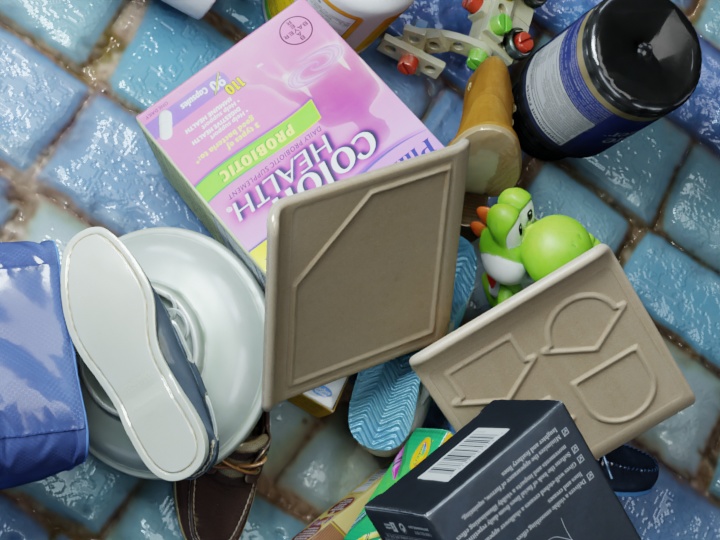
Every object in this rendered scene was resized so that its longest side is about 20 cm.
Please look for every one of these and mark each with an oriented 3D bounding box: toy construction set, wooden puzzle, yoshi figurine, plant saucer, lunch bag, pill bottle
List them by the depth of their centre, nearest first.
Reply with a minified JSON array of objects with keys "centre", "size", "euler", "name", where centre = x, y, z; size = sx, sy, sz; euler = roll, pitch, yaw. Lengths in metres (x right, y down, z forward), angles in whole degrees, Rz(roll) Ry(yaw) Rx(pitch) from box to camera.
[{"centre":[-0.294,0.067,1.245],"size":[0.131,0.136,0.202],"euler":[-8,78,-22],"name":"lunch bag"},{"centre":[0.000,0.000,1.256],"size":[0.199,0.186,0.037],"euler":[-23,43,-33],"name":"wooden puzzle"},{"centre":[-0.166,0.065,1.282],"size":[0.198,0.050,0.202],"euler":[-1,87,18],"name":"plant saucer"},{"centre":[0.158,0.084,1.342],"size":[0.184,0.046,0.201],"euler":[-31,124,7],"name":"wooden puzzle"},{"centre":[0.158,0.016,1.387],"size":[0.111,0.201,0.113],"euler":[-11,49,7],"name":"yoshi figurine"},{"centre":[-0.006,-0.256,1.389],"size":[0.110,0.200,0.112],"euler":[4,77,-19],"name":"pill bottle"},{"centre":[0.207,-0.165,1.448],"size":[0.111,0.200,0.113],"euler":[4,77,-19],"name":"pill bottle"},{"centre":[0.101,-0.256,1.487],"size":[0.131,0.092,0.201],"euler":[33,73,-26],"name":"toy construction set"}]

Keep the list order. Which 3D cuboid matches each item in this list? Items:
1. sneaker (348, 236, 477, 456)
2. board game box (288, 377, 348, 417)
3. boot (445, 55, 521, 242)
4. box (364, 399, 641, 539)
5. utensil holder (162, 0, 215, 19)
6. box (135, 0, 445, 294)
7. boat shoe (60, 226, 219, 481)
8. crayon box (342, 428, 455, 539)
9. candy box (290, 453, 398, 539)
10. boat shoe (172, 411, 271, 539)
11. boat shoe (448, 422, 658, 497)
[{"centre":[0.042,0.061,1.394],"size":[0.076,0.081,0.201],"euler":[22,78,9],"name":"sneaker"},{"centre":[-0.051,0.002,1.402],"size":[0.152,0.040,0.201],"euler":[31,69,-11],"name":"board game box"},{"centre":[0.105,-0.126,1.402],"size":[0.070,0.202,0.145],"euler":[12,66,0],"name":"boot"},{"centre":[0.125,0.223,1.258],"size":[0.148,0.107,0.201],"euler":[-35,101,-25],"name":"box"},{"centre":[-0.183,-0.328,1.360],"size":[0.199,0.170,0.171],"euler":[29,70,-15],"name":"utensil holder"},{"centre":[-0.052,-0.088,1.330],"size":[0.175,0.097,0.200],"euler":[-36,65,-9],"name":"box"},{"centre":[-0.160,0.061,1.220],"size":[0.075,0.062,0.201],"euler":[-32,81,10],"name":"boat shoe"},{"centre":[0.096,0.236,1.335],"size":[0.200,0.058,0.119],"euler":[42,70,-18],"name":"crayon box"},{"centre":[0.001,0.255,1.358],"size":[0.199,0.056,0.117],"euler":[-36,94,-25],"name":"candy box"},{"centre":[-0.106,0.136,1.315],"size":[0.071,0.072,0.202],"euler":[12,93,-13],"name":"boat shoe"},{"centre":[0.178,0.146,1.426],"size":[0.198,0.084,0.069],"euler":[15,103,-19],"name":"boat shoe"}]
